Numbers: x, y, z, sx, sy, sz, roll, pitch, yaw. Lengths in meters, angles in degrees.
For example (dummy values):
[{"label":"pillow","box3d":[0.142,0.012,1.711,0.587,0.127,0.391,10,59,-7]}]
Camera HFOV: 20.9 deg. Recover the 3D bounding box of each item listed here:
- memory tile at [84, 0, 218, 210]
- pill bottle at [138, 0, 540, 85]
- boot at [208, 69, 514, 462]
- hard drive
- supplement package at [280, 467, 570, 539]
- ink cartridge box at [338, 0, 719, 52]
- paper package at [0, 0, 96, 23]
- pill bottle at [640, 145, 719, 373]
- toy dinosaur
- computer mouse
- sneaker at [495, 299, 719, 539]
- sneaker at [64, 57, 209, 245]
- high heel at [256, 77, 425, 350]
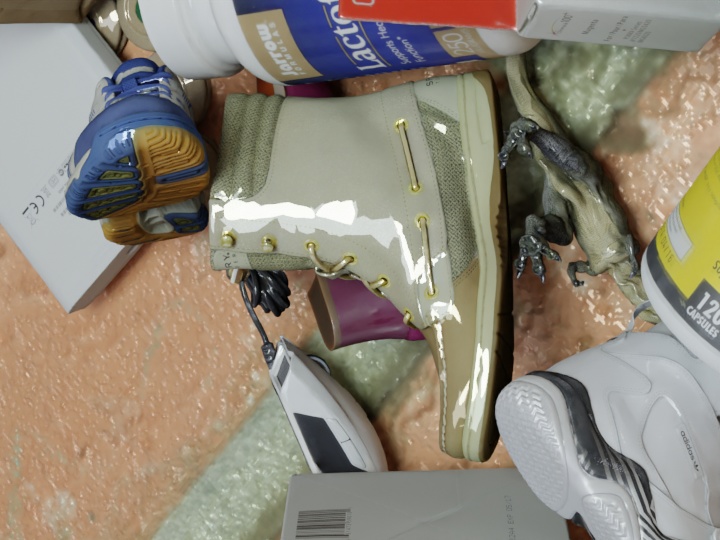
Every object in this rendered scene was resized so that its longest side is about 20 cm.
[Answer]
[{"label":"memory tile","box3d":[-0.158,-0.123,1.170,0.152,0.017,0.202,-7,98,32]},{"label":"pill bottle","box3d":[-0.008,-0.156,0.998,0.198,0.116,0.117,-5,98,28]},{"label":"boot","box3d":[0.000,0.000,0.998,0.153,0.072,0.202,-3,78,7]},{"label":"hard drive","box3d":[-0.194,-0.093,1.174,0.132,0.026,0.200,-45,77,30]},{"label":"supplement package","box3d":[0.035,0.225,1.019,0.149,0.152,0.202,-1,105,2]},{"label":"ink cartridge box","box3d":[0.079,-0.207,0.898,0.172,0.044,0.202,3,75,-10]},{"label":"paper package","box3d":[-0.230,-0.245,1.072,0.103,0.190,0.201,-41,70,35]},{"label":"pill bottle","box3d":[0.226,-0.045,0.903,0.112,0.112,0.201,41,119,16]},{"label":"toy dinosaur","box3d":[0.103,-0.044,0.991,0.047,0.088,0.201,-28,87,34]},{"label":"computer mouse","box3d":[-0.024,0.069,1.104,0.044,0.110,0.201,-24,100,-5]},{"label":"sneaker","box3d":[0.164,0.111,0.944,0.201,0.115,0.075,53,160,5]},{"label":"sneaker","box3d":[-0.120,-0.072,1.020,0.075,0.200,0.089,-8,82,-7]},{"label":"high heel","box3d":[0.003,-0.055,1.085,0.067,0.095,0.202,133,124,-70]}]
